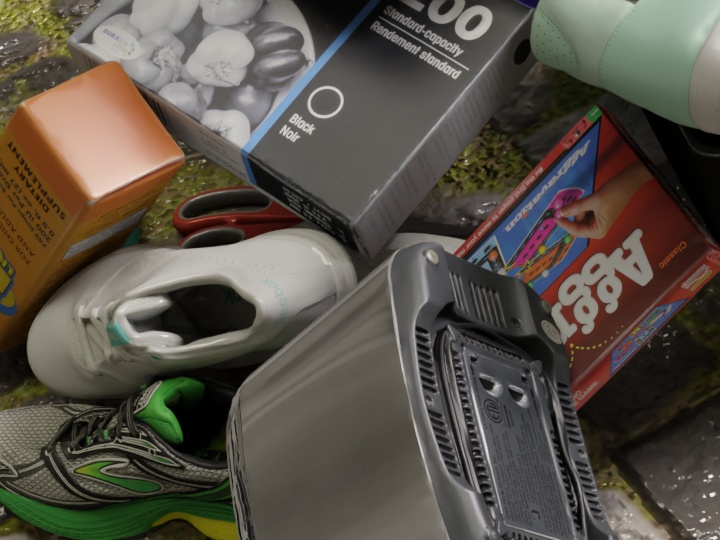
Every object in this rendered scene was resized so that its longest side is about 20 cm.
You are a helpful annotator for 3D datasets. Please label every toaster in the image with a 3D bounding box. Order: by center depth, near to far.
[{"bbox_3d":[0.024,0.098,0.771,0.129,0.114,0.200,-34,54,31],"label":"toaster"}]

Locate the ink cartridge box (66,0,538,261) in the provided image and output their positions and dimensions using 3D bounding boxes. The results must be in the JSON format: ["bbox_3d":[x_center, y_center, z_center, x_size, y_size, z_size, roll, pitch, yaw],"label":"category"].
[{"bbox_3d":[-0.012,-0.132,0.935,0.198,0.043,0.200,33,72,25],"label":"ink cartridge box"}]

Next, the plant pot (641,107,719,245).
[{"bbox_3d":[0.236,-0.070,0.867,0.199,0.178,0.200,-18,38,2],"label":"plant pot"}]

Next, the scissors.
[{"bbox_3d":[-0.018,-0.031,1.054,0.200,0.014,0.073,-8,38,16],"label":"scissors"}]

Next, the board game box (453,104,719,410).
[{"bbox_3d":[0.069,0.029,0.845,0.200,0.019,0.103,-47,50,18],"label":"board game box"}]

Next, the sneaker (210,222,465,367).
[{"bbox_3d":[0.000,0.000,0.961,0.200,0.075,0.089,-2,30,22],"label":"sneaker"}]

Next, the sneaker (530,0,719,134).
[{"bbox_3d":[0.153,-0.148,0.789,0.118,0.074,0.200,22,56,32],"label":"sneaker"}]

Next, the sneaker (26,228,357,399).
[{"bbox_3d":[-0.104,0.024,0.899,0.200,0.075,0.088,-17,3,34],"label":"sneaker"}]

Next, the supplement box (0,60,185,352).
[{"bbox_3d":[-0.166,-0.026,0.966,0.069,0.200,0.067,-32,81,-35],"label":"supplement box"}]

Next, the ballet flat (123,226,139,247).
[{"bbox_3d":[-0.166,-0.061,1.123,0.072,0.068,0.200,-26,39,22],"label":"ballet flat"}]

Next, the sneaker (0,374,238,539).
[{"bbox_3d":[-0.103,0.081,0.901,0.200,0.085,0.078,-1,42,22],"label":"sneaker"}]
